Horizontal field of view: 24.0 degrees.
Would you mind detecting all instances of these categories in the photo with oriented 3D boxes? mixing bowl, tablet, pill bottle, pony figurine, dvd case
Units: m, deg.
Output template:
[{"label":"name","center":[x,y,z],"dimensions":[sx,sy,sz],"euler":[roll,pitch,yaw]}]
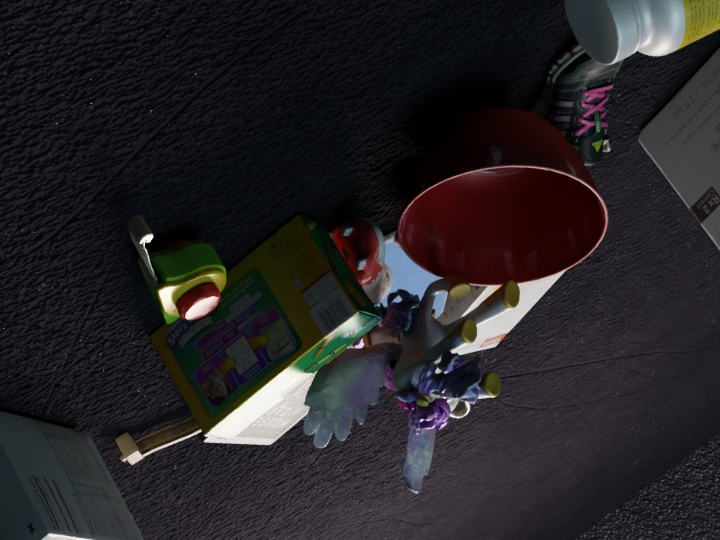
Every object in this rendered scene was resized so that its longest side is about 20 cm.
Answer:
[{"label":"mixing bowl","center":[0.132,-0.083,1.619],"dimensions":[0.198,0.109,0.201],"euler":[-1,146,-1]},{"label":"tablet","center":[0.050,0.011,1.846],"dimensions":[0.129,0.014,0.201],"euler":[-24,149,-25]},{"label":"pill bottle","center":[0.284,-0.260,1.499],"dimensions":[0.199,0.113,0.113],"euler":[-27,157,-17]},{"label":"pony figurine","center":[0.052,0.098,1.654],"dimensions":[0.166,0.195,0.199],"euler":[35,145,-31]},{"label":"dvd case","center":[-0.077,0.130,1.931],"dimensions":[0.200,0.025,0.150],"euler":[-42,157,18]}]

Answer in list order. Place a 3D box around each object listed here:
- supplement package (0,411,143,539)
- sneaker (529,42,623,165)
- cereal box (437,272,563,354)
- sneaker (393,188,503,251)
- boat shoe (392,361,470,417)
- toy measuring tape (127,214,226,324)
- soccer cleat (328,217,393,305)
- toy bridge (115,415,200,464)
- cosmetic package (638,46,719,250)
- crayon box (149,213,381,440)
[{"label":"supplement package","center":[-0.353,0.255,1.643],"dimensions":[0.191,0.148,0.200],"euler":[-37,158,9]},{"label":"sneaker","center":[0.219,-0.152,1.667],"dimensions":[0.073,0.088,0.200],"euler":[-17,153,-34]},{"label":"cereal box","center":[0.162,0.030,2.031],"dimensions":[0.143,0.040,0.200],"euler":[-9,148,-46]},{"label":"sneaker","center":[0.124,-0.051,1.732],"dimensions":[0.199,0.088,0.082],"euler":[-18,145,-33]},{"label":"boat shoe","center":[0.100,0.147,2.149],"dimensions":[0.071,0.070,0.200],"euler":[-36,157,11]},{"label":"toy measuring tape","center":[-0.156,-0.009,1.475],"dimensions":[0.073,0.074,0.200],"euler":[-29,158,-10]},{"label":"soccer cleat","center":[0.000,0.000,1.706],"dimensions":[0.084,0.069,0.200],"euler":[-16,157,-25]},{"label":"toy bridge","center":[-0.174,0.152,1.838],"dimensions":[0.199,0.027,0.067],"euler":[-31,159,-5]},{"label":"cosmetic package","center":[0.454,-0.130,1.886],"dimensions":[0.164,0.201,0.165],"euler":[-8,147,-47]},{"label":"crayon box","center":[-0.093,0.056,1.626],"dimensions":[0.199,0.119,0.058],"euler":[-38,158,14]}]
